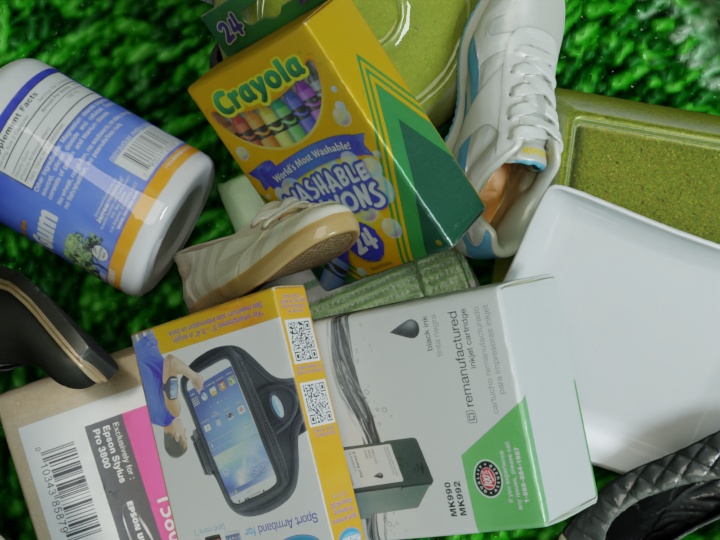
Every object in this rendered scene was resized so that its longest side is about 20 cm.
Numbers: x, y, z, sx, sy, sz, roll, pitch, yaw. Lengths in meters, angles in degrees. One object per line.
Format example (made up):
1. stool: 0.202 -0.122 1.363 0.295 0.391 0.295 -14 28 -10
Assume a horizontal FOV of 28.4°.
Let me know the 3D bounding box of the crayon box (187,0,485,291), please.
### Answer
1. crayon box: -0.025 -0.092 0.919 0.200 0.125 0.052 56 47 -13

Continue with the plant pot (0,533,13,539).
1. plant pot: -0.276 0.237 0.911 0.199 0.184 0.202 0 84 1

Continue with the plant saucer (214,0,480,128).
1. plant saucer: 0.001 -0.176 0.971 0.199 0.031 0.201 -2 103 -9

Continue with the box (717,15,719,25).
1. box: 0.343 -0.151 1.014 0.117 0.048 0.201 -30 86 -2

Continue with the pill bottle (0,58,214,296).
1. pill bottle: -0.211 -0.076 0.981 0.199 0.112 0.112 29 85 4

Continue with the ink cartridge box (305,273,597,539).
1. ink cartridge box: 0.033 0.093 0.904 0.199 0.084 0.147 -13 88 33

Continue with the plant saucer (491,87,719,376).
1. plant saucer: 0.198 -0.027 0.987 0.198 0.048 0.201 9 79 -2

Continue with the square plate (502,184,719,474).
1. square plate: 0.175 0.047 0.941 0.197 0.029 0.201 19 124 -7

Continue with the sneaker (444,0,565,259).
1. sneaker: 0.104 -0.104 0.960 0.076 0.081 0.201 10 97 -35

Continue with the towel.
1. towel: 0.000 0.000 1.011 0.149 0.031 0.201 -24 84 -3

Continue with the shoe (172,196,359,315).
1. shoe: -0.069 -0.013 0.924 0.070 0.200 0.054 -22 87 -35

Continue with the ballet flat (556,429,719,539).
1. ballet flat: 0.212 0.160 0.955 0.200 0.057 0.066 -35 127 14

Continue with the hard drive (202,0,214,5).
1. hard drive: -0.196 -0.247 0.989 0.199 0.132 0.025 22 85 3

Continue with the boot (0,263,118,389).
1. boot: -0.261 0.065 0.946 0.200 0.078 0.138 27 71 43

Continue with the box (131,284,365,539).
1. box: -0.068 0.121 0.894 0.119 0.041 0.201 -18 80 30

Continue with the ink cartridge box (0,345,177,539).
1. ink cartridge box: -0.138 0.154 0.973 0.164 0.075 0.201 -20 83 0

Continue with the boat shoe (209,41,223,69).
1. boat shoe: -0.021 -0.186 1.013 0.200 0.066 0.072 -34 84 -3
